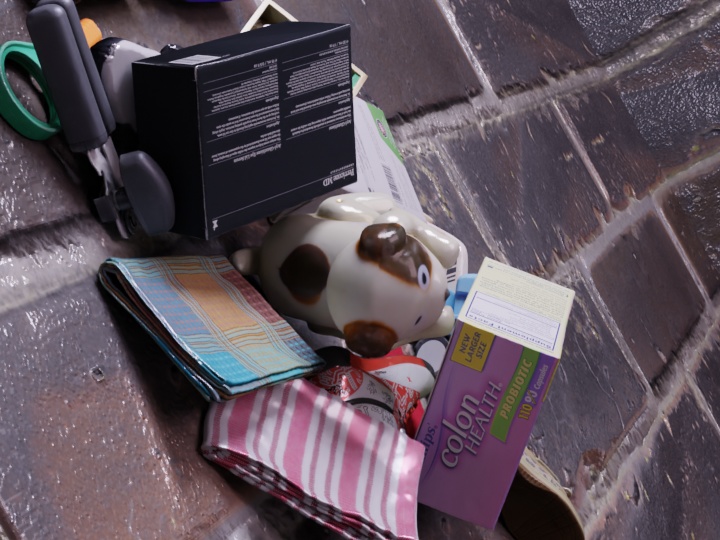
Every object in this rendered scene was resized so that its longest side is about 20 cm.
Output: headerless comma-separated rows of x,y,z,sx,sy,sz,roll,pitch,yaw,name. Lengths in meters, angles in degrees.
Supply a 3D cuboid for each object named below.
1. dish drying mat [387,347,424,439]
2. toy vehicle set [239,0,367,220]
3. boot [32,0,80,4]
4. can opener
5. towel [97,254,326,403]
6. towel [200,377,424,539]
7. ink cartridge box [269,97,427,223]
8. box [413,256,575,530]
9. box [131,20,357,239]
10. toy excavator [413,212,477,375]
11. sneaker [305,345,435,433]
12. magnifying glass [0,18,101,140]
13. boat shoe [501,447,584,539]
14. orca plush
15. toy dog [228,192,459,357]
0.023,0.083,1.722,0.077,0.018,0.201,21,43,-60,dish drying mat
-0.084,-0.152,1.610,0.124,0.027,0.201,36,49,-8,toy vehicle set
-0.254,-0.312,1.518,0.166,0.065,0.200,67,23,-8,boot
-0.197,-0.120,1.361,0.053,0.066,0.202,-77,153,-65,can opener
-0.115,0.039,1.394,0.147,0.022,0.200,46,18,14,towel
-0.033,0.141,1.410,0.199,0.030,0.147,31,29,-15,towel
-0.031,-0.107,1.746,0.200,0.084,0.147,20,45,-58,ink cartridge box
0.118,0.108,1.600,0.096,0.177,0.200,21,19,5,box
-0.092,-0.122,1.453,0.199,0.078,0.143,-24,115,-48,box
0.107,0.032,1.845,0.100,0.193,0.202,32,63,-51,toy excavator
0.017,0.134,1.576,0.201,0.067,0.109,14,50,-58,sneaker
-0.249,-0.164,1.404,0.080,0.022,0.200,55,20,-15,magnifying glass
0.167,0.217,1.804,0.200,0.073,0.063,51,25,-23,boat shoe
-0.178,-0.140,1.465,0.071,0.106,0.199,21,1,35,orca plush
0.000,0.000,1.502,0.193,0.141,0.200,16,3,-26,toy dog
